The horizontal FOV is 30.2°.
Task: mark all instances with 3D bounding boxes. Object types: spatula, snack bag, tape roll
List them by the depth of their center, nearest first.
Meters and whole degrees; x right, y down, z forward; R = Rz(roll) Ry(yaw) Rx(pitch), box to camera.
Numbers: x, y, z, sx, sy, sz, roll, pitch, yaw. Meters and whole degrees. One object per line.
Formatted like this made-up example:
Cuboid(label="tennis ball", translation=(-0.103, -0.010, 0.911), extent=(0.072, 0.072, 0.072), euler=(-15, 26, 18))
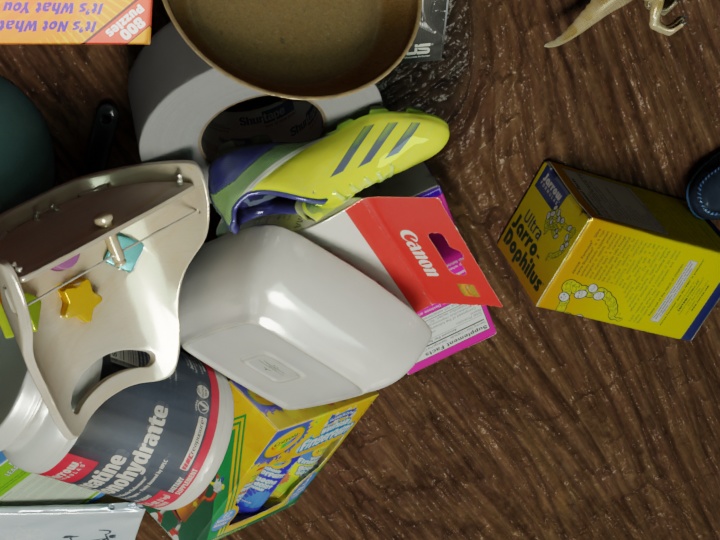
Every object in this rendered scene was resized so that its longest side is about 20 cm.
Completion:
Cuboid(label="tape roll", translation=(-0.086, -0.136, 1.088), extent=(0.200, 0.066, 0.200), euler=(-13, 152, -7))
Cuboid(label="spatula", translation=(-0.244, -0.059, 1.176), extent=(0.056, 0.021, 0.200), euler=(19, 115, -3))
Cuboid(label="snack bag", translation=(-0.332, 0.297, 1.394), extent=(0.188, 0.021, 0.200), euler=(3, 135, -20))

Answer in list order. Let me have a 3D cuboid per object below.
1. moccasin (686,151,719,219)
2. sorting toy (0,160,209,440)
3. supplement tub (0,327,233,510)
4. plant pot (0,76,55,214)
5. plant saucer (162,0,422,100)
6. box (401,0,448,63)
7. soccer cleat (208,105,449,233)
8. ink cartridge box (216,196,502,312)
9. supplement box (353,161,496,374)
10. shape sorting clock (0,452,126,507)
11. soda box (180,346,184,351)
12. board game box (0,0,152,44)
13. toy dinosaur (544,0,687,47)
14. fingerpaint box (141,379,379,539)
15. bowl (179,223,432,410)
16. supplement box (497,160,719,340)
Cuboid(label="moccasin", translation=(0.425, -0.109, 1.346), extent=(0.200, 0.068, 0.081), euler=(-26, 100, -9))
Cuboid(label="sorting toy", translation=(-0.207, 0.030, 1.041), extent=(0.200, 0.107, 0.180), euler=(-34, 122, -44))
Cuboid(label="supplement tub", translation=(-0.224, 0.119, 1.157), extent=(0.200, 0.140, 0.140), euler=(24, 115, -33))
Cuboid(label="plant pot", translation=(-0.340, -0.051, 1.074), extent=(0.200, 0.135, 0.200), euler=(-10, 128, -13))
Cuboid(label="plant saucer", translation=(-0.054, -0.207, 0.990), extent=(0.200, 0.200, 0.035), euler=(-3, 159, -18))
Cuboid(label="box", translation=(-0.025, -0.245, 1.100), extent=(0.200, 0.048, 0.159), euler=(-7, 128, -16))
Cuboid(label="soccer cleat", translation=(-0.022, -0.076, 1.069), extent=(0.200, 0.084, 0.065), euler=(-13, 151, -5))
Cuboid(label="ink cartridge box", translation=(0.000, 0.000, 1.135), extent=(0.200, 0.050, 0.161), euler=(4, 148, 32))
Cuboid(label="supplement box", translation=(0.044, -0.014, 1.266), extent=(0.103, 0.101, 0.200), euler=(-24, 131, -1))
Cuboid(label="shape sorting clock", translation=(-0.311, 0.194, 1.331), extent=(0.200, 0.039, 0.200), euler=(-10, 139, -9))
Cuboid(label="soda box", translation=(-0.261, 0.069, 1.240), extent=(0.200, 0.063, 0.068), euler=(-23, 130, -2))
Cuboid(label="board game box", translation=(-0.249, -0.284, 0.890), extent=(0.200, 0.200, 0.200), euler=(-3, 126, -19))
Cuboid(label="toy dinosaur", translation=(0.250, -0.261, 1.199), extent=(0.101, 0.058, 0.200), euler=(36, 100, -21))
Cuboid(label="fingerpaint box", translation=(-0.093, 0.174, 1.310), extent=(0.167, 0.073, 0.200), euler=(-54, 161, 21))
Cuboid(label="bowl", translation=(-0.064, 0.054, 1.152), extent=(0.200, 0.075, 0.200), euler=(34, 150, -27))
Cuboid(label="supplement box", translation=(0.259, -0.018, 1.338), extent=(0.200, 0.109, 0.110), euler=(13, 120, -28))
